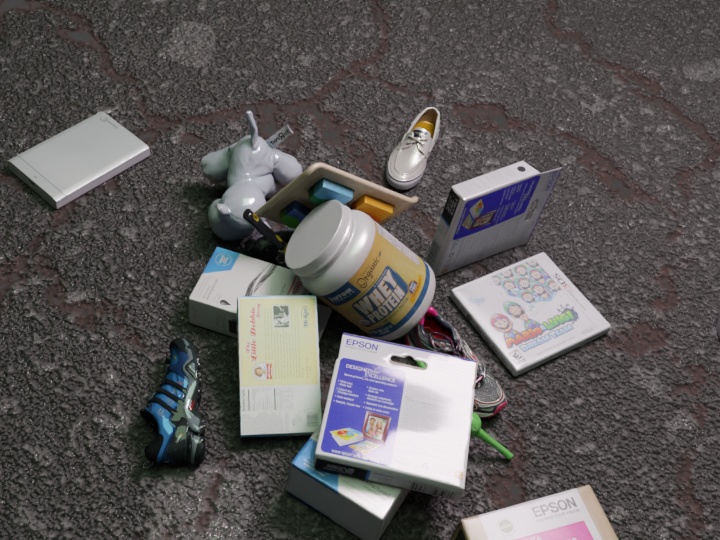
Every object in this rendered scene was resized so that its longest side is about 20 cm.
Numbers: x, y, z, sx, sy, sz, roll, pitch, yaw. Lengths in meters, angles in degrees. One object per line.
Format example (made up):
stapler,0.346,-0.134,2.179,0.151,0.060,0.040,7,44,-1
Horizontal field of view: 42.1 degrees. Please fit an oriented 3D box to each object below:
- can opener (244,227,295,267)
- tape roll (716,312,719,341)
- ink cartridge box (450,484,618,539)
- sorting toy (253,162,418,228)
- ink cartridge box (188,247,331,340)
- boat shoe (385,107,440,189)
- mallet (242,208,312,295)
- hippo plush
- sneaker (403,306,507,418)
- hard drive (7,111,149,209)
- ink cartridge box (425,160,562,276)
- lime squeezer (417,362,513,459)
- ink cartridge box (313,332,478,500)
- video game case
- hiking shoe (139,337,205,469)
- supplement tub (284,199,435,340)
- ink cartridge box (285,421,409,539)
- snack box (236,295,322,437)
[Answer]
can opener,-0.091,-0.060,1.549,0.200,0.063,0.079,-19,54,-23
tape roll,0.697,0.100,1.539,0.200,0.066,0.200,5,50,-6
ink cartridge box,0.239,0.385,1.212,0.200,0.075,0.165,-11,53,-17
sorting toy,-0.040,-0.091,1.443,0.200,0.185,0.037,14,61,-32
ink cartridge box,-0.150,0.050,1.442,0.200,0.067,0.116,17,49,5
boat shoe,0.102,-0.231,1.725,0.071,0.070,0.200,23,49,10
mallet,-0.116,-0.026,1.451,0.041,0.200,0.066,-20,56,26
hippo plush,-0.172,-0.127,1.540,0.159,0.200,0.161,18,61,-32
sneaker,0.140,0.140,1.407,0.081,0.075,0.200,-31,61,-30
hard drive,-0.487,-0.196,1.626,0.132,0.027,0.200,37,53,21
ink cartridge box,0.216,-0.089,1.537,0.200,0.198,0.043,-19,58,-24
lime squeezer,0.143,0.197,1.338,0.200,0.038,0.071,46,28,12
ink cartridge box,0.051,0.193,1.257,0.197,0.047,0.200,12,47,1
video game case,0.276,0.066,1.527,0.200,0.024,0.182,-21,56,-24
hiking shoe,-0.265,0.177,1.308,0.087,0.074,0.200,-3,50,-12
supplement tub,0.000,0.000,1.406,0.200,0.145,0.145,37,41,-29
ink cartridge box,0.013,0.248,1.286,0.145,0.084,0.200,29,50,14
snack box,-0.118,0.136,1.341,0.116,0.037,0.200,0,75,-10
